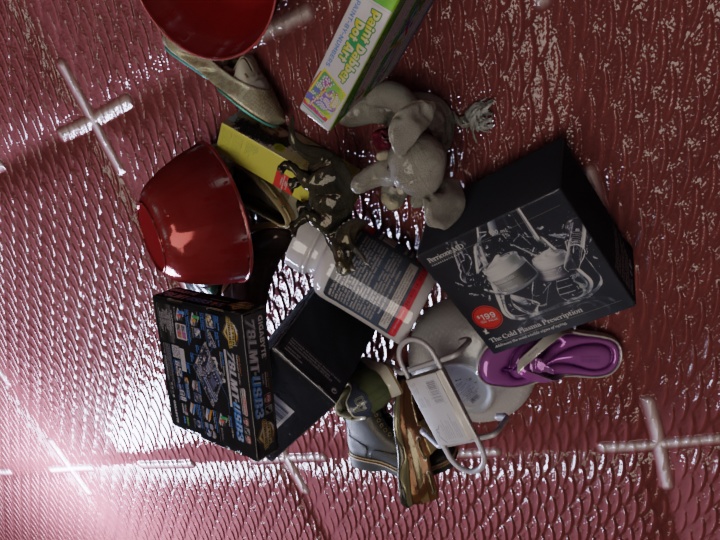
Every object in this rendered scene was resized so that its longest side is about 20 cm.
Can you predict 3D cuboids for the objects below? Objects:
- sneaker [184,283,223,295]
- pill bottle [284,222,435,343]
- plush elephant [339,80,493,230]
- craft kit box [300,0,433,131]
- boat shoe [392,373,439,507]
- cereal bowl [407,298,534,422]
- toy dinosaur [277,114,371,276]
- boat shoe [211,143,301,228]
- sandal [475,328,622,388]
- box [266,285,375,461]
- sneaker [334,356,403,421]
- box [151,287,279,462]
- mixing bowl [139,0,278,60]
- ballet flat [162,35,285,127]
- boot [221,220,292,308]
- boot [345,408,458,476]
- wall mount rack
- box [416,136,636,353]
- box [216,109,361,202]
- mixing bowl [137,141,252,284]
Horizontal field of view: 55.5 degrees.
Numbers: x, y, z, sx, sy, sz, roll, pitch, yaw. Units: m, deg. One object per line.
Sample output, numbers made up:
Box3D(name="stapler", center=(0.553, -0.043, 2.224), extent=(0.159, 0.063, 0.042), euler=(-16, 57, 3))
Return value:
Box3D(name="sneaker", center=(-0.271, -0.009, 1.100), extent=(0.085, 0.075, 0.204), euler=(-3, 120, 34))
Box3D(name="pill bottle", center=(0.000, 0.000, 0.943), extent=(0.196, 0.120, 0.121), euler=(30, 130, 3))
Box3D(name="plush elephant", center=(0.054, -0.133, 0.803), extent=(0.195, 0.156, 0.168), euler=(-11, 117, 31))
Box3D(name="craft kit box", center=(0.032, -0.265, 0.700), extent=(0.048, 0.199, 0.201), euler=(33, 129, -2))
Box3D(name="boat shoe", center=(0.088, 0.263, 1.066), extent=(0.071, 0.076, 0.207), euler=(-4, 96, 4))
Box3D(name="cereal bowl", center=(0.156, 0.143, 0.989), extent=(0.194, 0.084, 0.205), euler=(12, 125, 18))
Box3D(name="toy dinosaur", center=(-0.044, -0.098, 0.848), extent=(0.099, 0.077, 0.206), euler=(-4, 113, 12))
Box3D(name="boat shoe", center=(-0.160, -0.119, 0.964), extent=(0.197, 0.063, 0.075), euler=(30, 132, 19))
Box3D(name="sandal", center=(0.251, 0.114, 0.901), extent=(0.196, 0.050, 0.085), euler=(-8, 100, 0))
Box3D(name="box", center=(-0.088, 0.140, 1.027), extent=(0.122, 0.200, 0.200), euler=(39, 130, -6))
Box3D(name="sneaker", center=(-0.006, 0.182, 1.027), extent=(0.068, 0.089, 0.200), euler=(59, 165, -1))
Box3D(name="box", center=(-0.200, 0.137, 0.939), extent=(0.194, 0.049, 0.207), euler=(6, 108, 39))
Box3D(name="mixing bowl", center=(-0.158, -0.360, 0.785), extent=(0.194, 0.109, 0.205), euler=(13, 127, 18))
Box3D(name="ballet flat", center=(-0.172, -0.265, 0.886), extent=(0.197, 0.068, 0.063), euler=(36, 120, -1))
Box3D(name="boot", center=(-0.148, 0.035, 1.013), extent=(0.071, 0.171, 0.199), euler=(7, 153, -33))
Box3D(name="boot", center=(0.054, 0.261, 1.127), extent=(0.194, 0.078, 0.142), euler=(-6, 111, 23))
Box3D(name="wall mount rack", center=(0.103, 0.174, 0.931), extent=(0.171, 0.074, 0.204), euler=(-23, 96, 43))
Box3D(name="box", center=(0.200, -0.021, 0.827), extent=(0.197, 0.105, 0.183), euler=(-25, 117, 36))
Box3D(name="box", center=(-0.092, -0.145, 0.920), extent=(0.196, 0.076, 0.051), euler=(30, 130, 3))
Box3D(name="mixing bowl", center=(-0.238, -0.063, 0.938), extent=(0.199, 0.106, 0.205), euler=(40, 141, 43))
